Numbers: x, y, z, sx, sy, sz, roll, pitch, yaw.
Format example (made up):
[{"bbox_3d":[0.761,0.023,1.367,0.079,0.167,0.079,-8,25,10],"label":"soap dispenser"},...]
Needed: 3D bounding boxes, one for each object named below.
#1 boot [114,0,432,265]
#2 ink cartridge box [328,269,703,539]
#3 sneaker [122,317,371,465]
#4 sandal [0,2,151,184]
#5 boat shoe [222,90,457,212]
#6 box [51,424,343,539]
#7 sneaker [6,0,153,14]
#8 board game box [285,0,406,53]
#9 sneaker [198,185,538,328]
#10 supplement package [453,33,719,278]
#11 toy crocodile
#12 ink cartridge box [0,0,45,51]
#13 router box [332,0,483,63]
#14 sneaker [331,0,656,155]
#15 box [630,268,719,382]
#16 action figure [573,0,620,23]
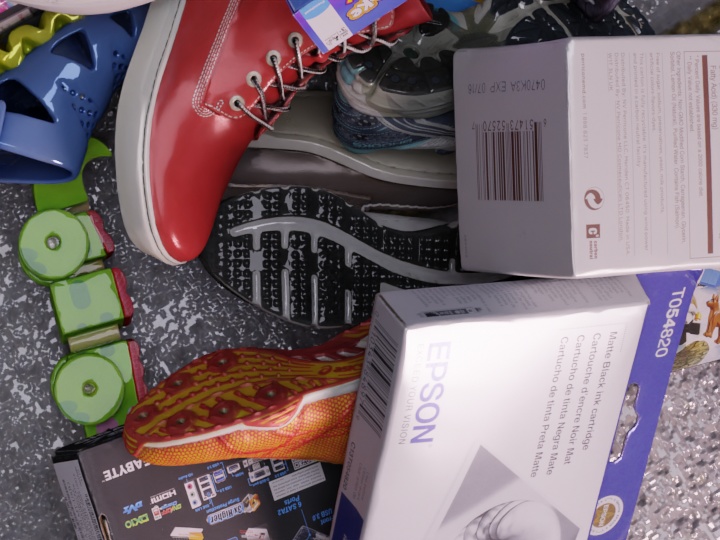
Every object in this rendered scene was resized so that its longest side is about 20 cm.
[{"bbox_3d":[-0.040,-0.096,1.116,0.143,0.072,0.202,8,81,24],"label":"boot"},{"bbox_3d":[0.085,0.096,1.149,0.198,0.041,0.201,-6,122,-27],"label":"ink cartridge box"},{"bbox_3d":[-0.024,0.075,1.137,0.198,0.073,0.078,-11,122,-16],"label":"sneaker"},{"bbox_3d":[-0.170,-0.082,1.155,0.199,0.080,0.087,-30,78,-17],"label":"sandal"},{"bbox_3d":[-0.031,-0.061,1.231,0.198,0.072,0.060,8,126,-19],"label":"boat shoe"},{"bbox_3d":[-0.043,0.159,1.183,0.199,0.050,0.200,-20,95,-27],"label":"box"},{"bbox_3d":[-0.158,-0.168,1.046,0.198,0.116,0.074,-4,84,-10],"label":"sneaker"},{"bbox_3d":[-0.010,-0.226,1.092,0.134,0.045,0.201,-31,63,6],"label":"board game box"},{"bbox_3d":[0.000,0.000,1.206,0.198,0.080,0.075,10,84,-22],"label":"sneaker"},{"bbox_3d":[0.161,-0.061,1.129,0.198,0.117,0.119,-4,93,-27],"label":"supplement package"},{"bbox_3d":[-0.147,0.025,1.203,0.061,0.067,0.202,-13,87,-9],"label":"toy crocodile"},{"bbox_3d":[-0.220,-0.154,1.167,0.199,0.148,0.086,-27,90,-8],"label":"ink cartridge box"},{"bbox_3d":[-0.009,-0.192,1.218,0.198,0.051,0.151,-2,112,-9],"label":"router box"},{"bbox_3d":[0.071,-0.108,1.210,0.198,0.087,0.078,-7,60,-23],"label":"sneaker"},{"bbox_3d":[0.196,-0.021,1.235,0.198,0.038,0.138,-12,96,-27],"label":"box"},{"bbox_3d":[0.077,-0.225,1.152,0.200,0.069,0.130,41,97,-6],"label":"action figure"}]
